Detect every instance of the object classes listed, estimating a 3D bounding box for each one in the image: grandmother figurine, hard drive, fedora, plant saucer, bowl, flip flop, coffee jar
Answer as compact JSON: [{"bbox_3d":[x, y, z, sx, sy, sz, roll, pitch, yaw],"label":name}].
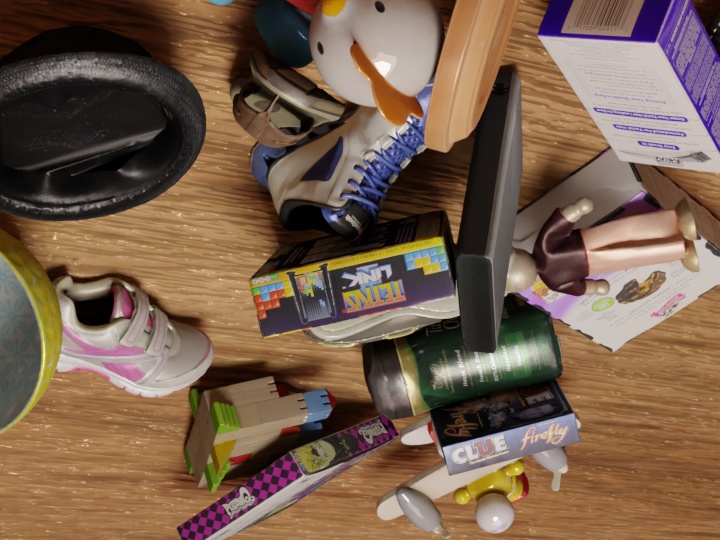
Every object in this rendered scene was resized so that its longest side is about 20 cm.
[{"bbox_3d":[0.203,-0.016,1.294,0.200,0.061,0.121,-13,121,5],"label":"grandmother figurine"},{"bbox_3d":[0.111,-0.049,1.213,0.033,0.200,0.140,5,145,11],"label":"hard drive"},{"bbox_3d":[-0.222,-0.124,1.089,0.200,0.092,0.201,-9,143,-7],"label":"fedora"},{"bbox_3d":[0.092,-0.182,1.044,0.032,0.200,0.200,17,141,7],"label":"plant saucer"},{"bbox_3d":[-0.331,0.038,1.228,0.200,0.200,0.108,-36,180,26],"label":"bowl"},{"bbox_3d":[-0.069,-0.123,1.086,0.081,0.200,0.058,33,83,-15],"label":"flip flop"},{"bbox_3d":[0.101,0.088,1.462,0.200,0.104,0.085,-15,107,0],"label":"coffee jar"}]

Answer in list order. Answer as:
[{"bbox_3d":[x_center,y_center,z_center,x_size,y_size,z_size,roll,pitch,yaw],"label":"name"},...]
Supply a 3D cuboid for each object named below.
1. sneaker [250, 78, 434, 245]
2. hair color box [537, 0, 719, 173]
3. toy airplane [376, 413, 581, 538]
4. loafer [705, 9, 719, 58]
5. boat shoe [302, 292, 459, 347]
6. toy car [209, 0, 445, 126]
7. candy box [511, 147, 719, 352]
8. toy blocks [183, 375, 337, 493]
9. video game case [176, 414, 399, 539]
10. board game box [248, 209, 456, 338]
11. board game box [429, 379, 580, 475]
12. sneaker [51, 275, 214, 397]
[{"bbox_3d":[0.007,-0.084,1.200,0.199,0.115,0.081,-26,143,14],"label":"sneaker"},{"bbox_3d":[0.241,-0.161,1.187,0.109,0.065,0.200,12,158,36],"label":"hair color box"},{"bbox_3d":[0.134,0.226,1.604,0.199,0.141,0.200,-4,148,-22],"label":"toy airplane"},{"bbox_3d":[0.369,-0.243,1.174,0.200,0.073,0.071,-40,169,30],"label":"loafer"},{"bbox_3d":[0.038,0.028,1.397,0.201,0.072,0.060,-13,165,-14],"label":"boat shoe"},{"bbox_3d":[-0.005,-0.189,0.991,0.184,0.200,0.177,-32,140,21],"label":"toy car"},{"bbox_3d":[0.254,-0.017,1.408,0.168,0.072,0.200,-36,138,25],"label":"candy box"},{"bbox_3d":[-0.106,0.168,1.516,0.137,0.100,0.200,-11,155,-20],"label":"toy blocks"},{"bbox_3d":[-0.079,0.233,1.563,0.200,0.036,0.181,-37,166,34],"label":"video game case"},{"bbox_3d":[0.000,0.000,1.247,0.165,0.057,0.200,-11,-172,6],"label":"board game box"},{"bbox_3d":[0.139,0.138,1.476,0.135,0.200,0.035,-15,109,-1],"label":"board game box"},{"bbox_3d":[-0.222,0.058,1.333,0.200,0.081,0.088,12,137,-32],"label":"sneaker"}]
